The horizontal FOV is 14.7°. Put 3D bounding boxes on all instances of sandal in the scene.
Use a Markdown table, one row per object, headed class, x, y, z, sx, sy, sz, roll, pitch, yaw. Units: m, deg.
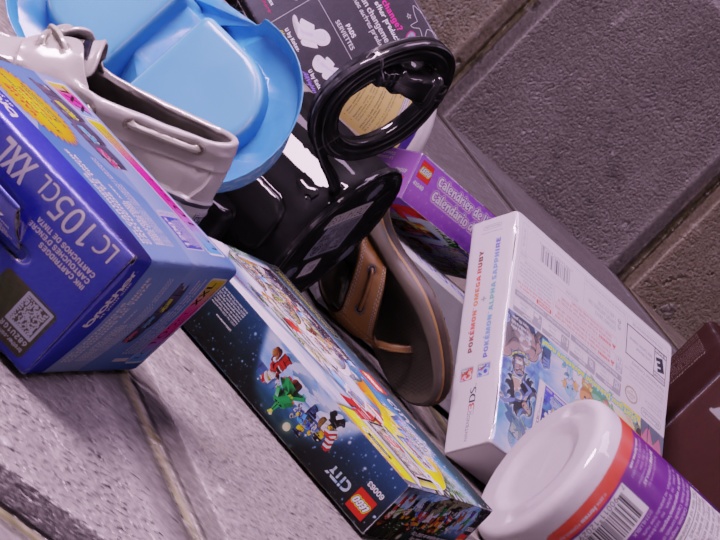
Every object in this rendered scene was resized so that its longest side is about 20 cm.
| class | x | y | z | sx | sy | sz | roll | pitch | yaw |
| --- | --- | --- | --- | --- | --- | --- | --- | --- | --- |
| sandal | 0.000 | 0.000 | 1.825 | 0.082 | 0.055 | 0.200 | 1 | -66 | 58 |

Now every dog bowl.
| class | x | y | z | sx | sy | sz | roll | pitch | yaw |
| --- | --- | --- | --- | --- | --- | --- | --- | --- | --- |
| dog bowl | -0.116 | -0.125 | 1.609 | 0.200 | 0.111 | 0.050 | 45 | -9 | 16 |

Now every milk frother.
| class | x | y | z | sx | sy | sz | roll | pitch | yaw |
| --- | --- | --- | --- | --- | --- | --- | --- | --- | --- |
| milk frother | -0.058 | -0.114 | 1.719 | 0.188 | 0.200 | 0.180 | 46 | 11 | 12 |

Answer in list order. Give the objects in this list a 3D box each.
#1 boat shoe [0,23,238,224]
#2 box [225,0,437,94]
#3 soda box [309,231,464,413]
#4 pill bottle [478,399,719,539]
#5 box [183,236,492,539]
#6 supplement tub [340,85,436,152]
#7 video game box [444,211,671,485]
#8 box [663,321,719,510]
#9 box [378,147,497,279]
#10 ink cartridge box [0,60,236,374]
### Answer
| class | x | y | z | sx | sy | sz | roll | pitch | yaw |
| --- | --- | --- | --- | --- | --- | --- | --- | --- | --- |
| boat shoe | -0.158 | -0.097 | 1.480 | 0.200 | 0.066 | 0.072 | 33 | 17 | 0 |
| box | -0.055 | -0.169 | 1.900 | 0.132 | 0.115 | 0.200 | 60 | -21 | -7 |
| soda box | 0.050 | 0.043 | 1.943 | 0.200 | 0.068 | 0.063 | 41 | 7 | -28 |
| pill bottle | 0.176 | 0.181 | 1.708 | 0.200 | 0.111 | 0.111 | 43 | 8 | -17 |
| box | -0.024 | 0.067 | 1.527 | 0.200 | 0.038 | 0.137 | 48 | 8 | 22 |
| supplement tub | -0.050 | -0.156 | 2.186 | 0.200 | 0.145 | 0.145 | 39 | 9 | -39 |
| video game box | 0.139 | 0.087 | 1.910 | 0.200 | 0.047 | 0.182 | 39 | 45 | -39 |
| box | 0.273 | 0.163 | 2.126 | 0.166 | 0.164 | 0.200 | 45 | 8 | -3 |
| box | 0.006 | -0.049 | 1.995 | 0.200 | 0.039 | 0.137 | 13 | -18 | 45 |
| ink cartridge box | -0.147 | -0.025 | 1.230 | 0.136 | 0.076 | 0.200 | 46 | 9 | 9 |
